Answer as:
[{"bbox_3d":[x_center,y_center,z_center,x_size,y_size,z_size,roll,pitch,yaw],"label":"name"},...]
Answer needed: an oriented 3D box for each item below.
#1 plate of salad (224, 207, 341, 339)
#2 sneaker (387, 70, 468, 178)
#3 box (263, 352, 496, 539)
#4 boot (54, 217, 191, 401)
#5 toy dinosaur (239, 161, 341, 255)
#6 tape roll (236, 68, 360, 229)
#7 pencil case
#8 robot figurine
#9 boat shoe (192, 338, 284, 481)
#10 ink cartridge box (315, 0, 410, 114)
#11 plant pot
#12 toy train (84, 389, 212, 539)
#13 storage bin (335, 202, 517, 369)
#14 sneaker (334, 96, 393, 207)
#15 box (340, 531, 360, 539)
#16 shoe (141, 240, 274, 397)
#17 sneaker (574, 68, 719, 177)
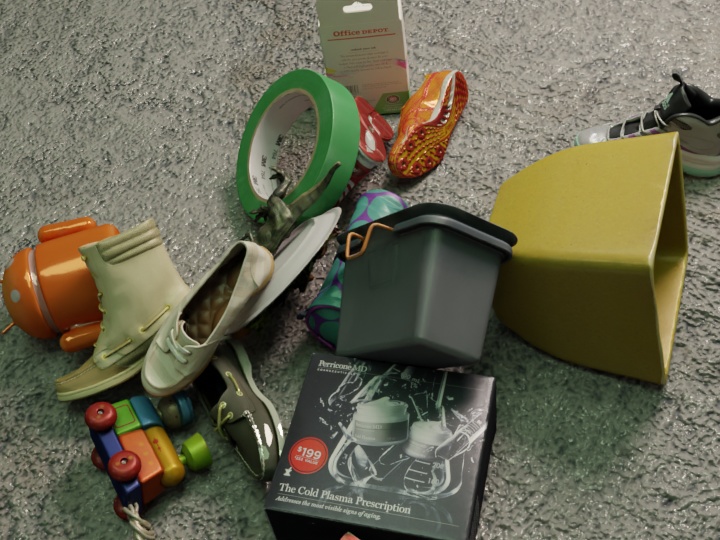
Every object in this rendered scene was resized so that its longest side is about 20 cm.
[{"bbox_3d":[-0.086,0.006,1.119,0.048,0.200,0.201,43,59,-12],"label":"plate of salad"},{"bbox_3d":[0.084,-0.196,1.319,0.076,0.073,0.201,-1,43,39],"label":"sneaker"},{"bbox_3d":[0.027,0.196,0.964,0.197,0.105,0.183,6,50,13],"label":"box"},{"bbox_3d":[-0.285,0.046,1.087,0.198,0.157,0.073,-27,10,7],"label":"boot"},{"bbox_3d":[-0.098,-0.070,1.146,0.200,0.047,0.088,-47,41,13],"label":"toy dinosaur"},{"bbox_3d":[-0.083,-0.153,1.226,0.199,0.048,0.203,-20,62,44],"label":"tape roll"},{"bbox_3d":[0.000,0.000,1.144,0.085,0.092,0.201,38,52,-18],"label":"pencil case"},{"bbox_3d":[-0.343,0.015,1.164,0.198,0.146,0.117,-17,14,-6],"label":"robot figurine"},{"bbox_3d":[-0.137,0.151,1.038,0.060,0.073,0.202,2,36,-32],"label":"boat shoe"},{"bbox_3d":[0.006,-0.313,1.327,0.115,0.201,0.068,-4,49,5],"label":"ink cartridge box"},{"bbox_3d":[0.244,-0.016,1.061,0.198,0.197,0.196,3,50,27],"label":"plant pot"},{"bbox_3d":[-0.206,0.212,1.009,0.115,0.085,0.200,-19,49,-25],"label":"toy train"},{"bbox_3d":[0.048,0.026,0.988,0.144,0.199,0.136,21,69,-29],"label":"storage bin"},{"bbox_3d":[-0.022,-0.157,1.284,0.115,0.078,0.200,-42,11,20],"label":"sneaker"},{"bbox_3d":[0.040,0.340,0.847,0.199,0.095,0.103,27,59,27],"label":"box"},{"bbox_3d":[-0.172,0.049,1.028,0.070,0.053,0.201,38,88,17],"label":"shoe"},{"bbox_3d":[0.373,-0.194,1.210,0.197,0.141,0.078,3,51,10],"label":"sneaker"}]
